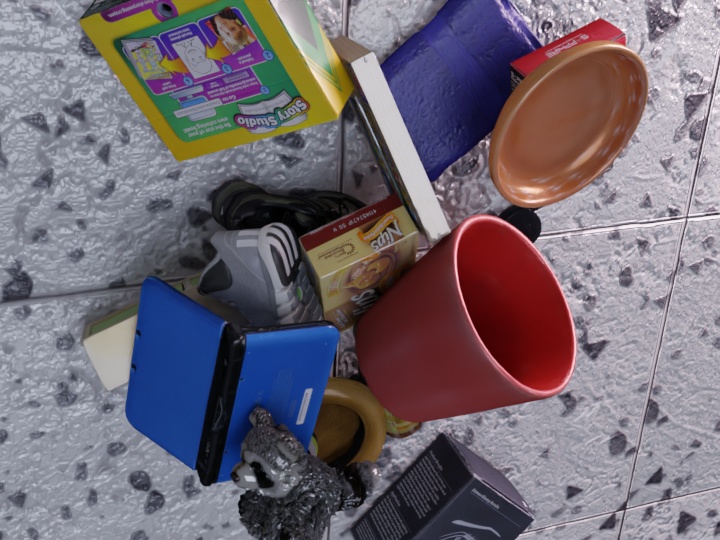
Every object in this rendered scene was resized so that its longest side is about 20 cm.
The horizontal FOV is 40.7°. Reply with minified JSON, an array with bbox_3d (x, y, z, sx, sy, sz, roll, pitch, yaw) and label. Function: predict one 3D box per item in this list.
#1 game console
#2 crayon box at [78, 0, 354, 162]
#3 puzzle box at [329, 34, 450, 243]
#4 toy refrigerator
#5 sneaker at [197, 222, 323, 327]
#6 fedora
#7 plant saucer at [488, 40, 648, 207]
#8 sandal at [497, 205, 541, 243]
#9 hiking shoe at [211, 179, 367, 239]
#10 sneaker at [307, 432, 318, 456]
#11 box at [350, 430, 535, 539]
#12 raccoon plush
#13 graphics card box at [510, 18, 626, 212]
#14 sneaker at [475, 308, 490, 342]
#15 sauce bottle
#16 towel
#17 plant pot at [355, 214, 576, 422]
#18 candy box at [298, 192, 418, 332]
[{"bbox_3d":[-0.135,0.108,0.995,0.170,0.119,0.201,-5,129,-29],"label":"game console"},{"bbox_3d":[-0.133,-0.202,0.908,0.199,0.058,0.173,-9,131,31],"label":"crayon box"},{"bbox_3d":[0.026,-0.134,0.982,0.025,0.133,0.201,-27,113,-4],"label":"puzzle box"},{"bbox_3d":[-0.199,0.049,1.059,0.199,0.076,0.070,-25,103,-8],"label":"toy refrigerator"},{"bbox_3d":[-0.108,0.036,1.013,0.115,0.075,0.201,2,124,19],"label":"sneaker"},{"bbox_3d":[-0.067,0.191,1.190,0.199,0.082,0.202,-6,123,-10],"label":"fedora"},{"bbox_3d":[0.216,-0.157,1.033,0.199,0.038,0.201,-22,139,-20],"label":"plant saucer"},{"bbox_3d":[0.145,0.001,1.201,0.076,0.043,0.200,37,98,-33],"label":"sandal"},{"bbox_3d":[-0.059,-0.043,1.060,0.199,0.101,0.076,5,114,-24],"label":"hiking shoe"},{"bbox_3d":[-0.136,0.189,1.077,0.199,0.083,0.072,14,118,-8],"label":"sneaker"},{"bbox_3d":[0.112,0.348,1.333,0.200,0.104,0.148,-46,123,5],"label":"box"},{"bbox_3d":[-0.055,0.189,0.996,0.200,0.096,0.135,-26,130,-53],"label":"raccoon plush"},{"bbox_3d":[0.233,-0.172,1.102,0.125,0.051,0.201,-29,141,-14],"label":"graphics card box"},{"bbox_3d":[0.124,0.096,1.194,0.099,0.071,0.200,-9,143,-42],"label":"sneaker"},{"bbox_3d":[0.031,0.130,1.183,0.066,0.066,0.201,-28,140,-6],"label":"sauce bottle"},{"bbox_3d":[0.104,-0.212,1.075,0.200,0.050,0.148,-43,116,4],"label":"towel"},{"bbox_3d":[0.102,0.068,1.039,0.200,0.201,0.177,31,136,-32],"label":"plant pot"},{"bbox_3d":[0.000,0.000,1.071,0.115,0.056,0.200,-25,161,-8],"label":"candy box"}]
